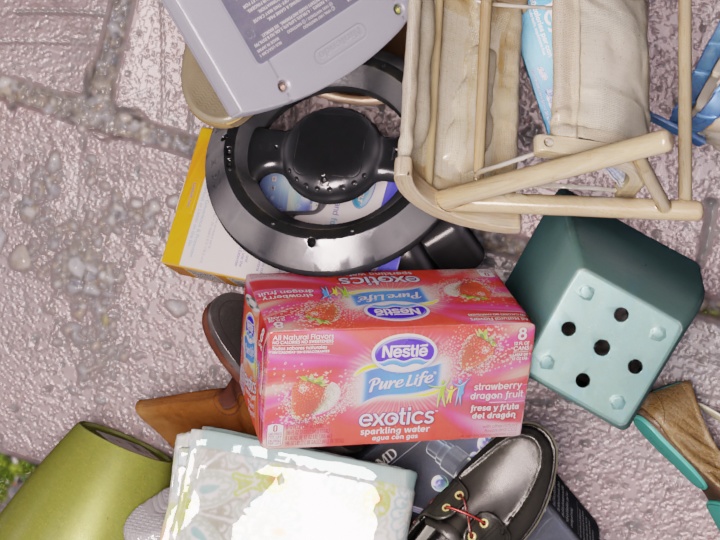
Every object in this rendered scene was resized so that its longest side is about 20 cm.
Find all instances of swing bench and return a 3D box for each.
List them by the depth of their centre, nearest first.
[{"bbox_3d":[0.134,-0.141,0.984,0.198,0.130,0.201,-4,69,23],"label":"swing bench"}]

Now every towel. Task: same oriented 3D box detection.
[{"bbox_3d":[-0.065,0.222,1.089,0.198,0.048,0.173,10,82,9],"label":"towel"}]

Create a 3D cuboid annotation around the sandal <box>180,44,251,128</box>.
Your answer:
[{"bbox_3d":[-0.091,-0.209,1.049,0.080,0.054,0.202,19,87,24],"label":"sandal"}]

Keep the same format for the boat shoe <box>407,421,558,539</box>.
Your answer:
[{"bbox_3d":[0.085,0.207,1.098,0.074,0.063,0.202,41,101,18],"label":"boat shoe"}]

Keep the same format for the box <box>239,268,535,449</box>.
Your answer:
[{"bbox_3d":[0.017,0.061,1.009,0.198,0.100,0.096,-1,114,-14],"label":"box"}]

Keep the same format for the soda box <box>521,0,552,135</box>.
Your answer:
[{"bbox_3d":[0.152,-0.212,1.128,0.064,0.068,0.202,-18,97,9],"label":"soda box"}]

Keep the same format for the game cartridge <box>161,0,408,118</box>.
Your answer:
[{"bbox_3d":[-0.043,-0.204,1.022,0.199,0.041,0.134,-37,101,-24],"label":"game cartridge"}]

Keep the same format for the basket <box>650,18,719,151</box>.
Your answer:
[{"bbox_3d":[0.282,-0.177,1.075,0.199,0.139,0.177,33,87,-6],"label":"basket"}]

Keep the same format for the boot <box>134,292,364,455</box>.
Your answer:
[{"bbox_3d":[-0.116,0.097,1.153,0.199,0.069,0.188,-11,140,42],"label":"boot"}]

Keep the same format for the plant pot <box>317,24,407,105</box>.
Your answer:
[{"bbox_3d":[0.007,-0.239,1.130,0.199,0.093,0.203,1,101,7],"label":"plant pot"}]

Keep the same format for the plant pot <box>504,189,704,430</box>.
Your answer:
[{"bbox_3d":[0.186,0.040,1.099,0.140,0.200,0.142,29,103,2],"label":"plant pot"}]

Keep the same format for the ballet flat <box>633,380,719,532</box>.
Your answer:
[{"bbox_3d":[0.316,0.177,1.183,0.072,0.068,0.201,-38,89,-8],"label":"ballet flat"}]

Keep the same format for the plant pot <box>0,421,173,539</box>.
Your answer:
[{"bbox_3d":[-0.245,0.243,1.216,0.186,0.187,0.202,23,87,3],"label":"plant pot"}]

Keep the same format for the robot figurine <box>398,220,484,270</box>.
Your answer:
[{"bbox_3d":[0.000,0.000,1.154,0.199,0.150,0.125,-28,108,11],"label":"robot figurine"}]

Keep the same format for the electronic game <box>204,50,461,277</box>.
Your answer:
[{"bbox_3d":[-0.020,-0.086,1.046,0.198,0.042,0.202,-3,62,6],"label":"electronic game"}]

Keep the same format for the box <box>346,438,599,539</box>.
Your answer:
[{"bbox_3d":[0.089,0.205,1.187,0.148,0.107,0.200,-40,92,12],"label":"box"}]

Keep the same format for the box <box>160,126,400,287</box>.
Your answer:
[{"bbox_3d":[-0.051,-0.040,1.099,0.198,0.041,0.120,12,78,20],"label":"box"}]

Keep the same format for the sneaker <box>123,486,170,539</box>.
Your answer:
[{"bbox_3d":[-0.109,0.240,1.197,0.199,0.075,0.115,-11,111,-34],"label":"sneaker"}]
